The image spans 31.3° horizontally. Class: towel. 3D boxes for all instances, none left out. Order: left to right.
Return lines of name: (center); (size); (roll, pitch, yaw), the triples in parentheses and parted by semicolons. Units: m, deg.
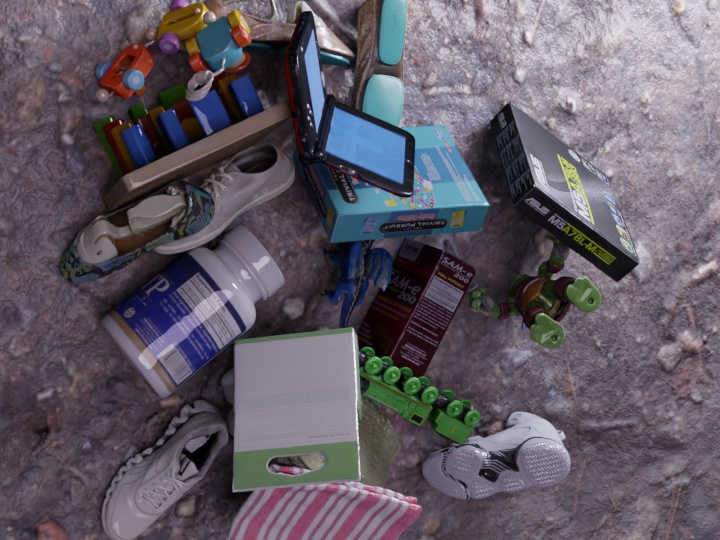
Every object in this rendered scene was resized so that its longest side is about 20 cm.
towel: (-0.045, 0.299, 1.521); (0.198, 0.030, 0.147); (16, 128, -18)
towel: (-0.024, 0.208, 1.548); (0.200, 0.036, 0.149); (50, 51, -37)

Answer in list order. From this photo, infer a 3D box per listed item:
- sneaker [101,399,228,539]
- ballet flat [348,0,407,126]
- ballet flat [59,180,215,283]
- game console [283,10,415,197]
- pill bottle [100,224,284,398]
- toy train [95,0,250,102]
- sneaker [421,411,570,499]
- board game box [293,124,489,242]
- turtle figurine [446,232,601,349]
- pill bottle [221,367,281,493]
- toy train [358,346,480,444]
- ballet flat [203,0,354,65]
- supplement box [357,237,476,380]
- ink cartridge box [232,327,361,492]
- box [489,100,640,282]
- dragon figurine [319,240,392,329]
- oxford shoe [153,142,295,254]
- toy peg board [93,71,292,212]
sneaker: (-0.234, 0.246, 1.543); (0.075, 0.081, 0.200); (43, 83, -26)
ballet flat: (0.018, -0.241, 1.568); (0.070, 0.065, 0.202); (11, 87, -34)
ballet flat: (-0.262, -0.049, 1.447); (0.199, 0.074, 0.075); (-26, 111, 6)
game console: (-0.008, -0.187, 1.416); (0.117, 0.200, 0.174); (-6, 115, 6)
pill bottle: (-0.192, 0.043, 1.501); (0.200, 0.120, 0.120); (-40, 113, -13)
toy train: (-0.198, -0.227, 1.421); (0.151, 0.199, 0.056); (-59, 136, -17)
sneaker: (0.185, 0.249, 1.737); (0.198, 0.115, 0.076); (-7, 105, 13)
board game box: (0.035, -0.108, 1.559); (0.198, 0.152, 0.047); (-5, 137, -23)
turtle figurine: (0.208, 0.008, 1.633); (0.143, 0.194, 0.202); (-13, 109, -13)
pill bottle: (-0.097, 0.210, 1.577); (0.115, 0.116, 0.202); (-23, 109, -18)
toy train: (0.063, 0.155, 1.563); (0.199, 0.042, 0.057); (29, 99, -27)
ballet flat: (-0.095, -0.287, 1.513); (0.198, 0.068, 0.068); (5, 91, -26)
supplement box: (0.057, 0.066, 1.623); (0.061, 0.109, 0.201); (29, 87, -26)
ink cartridge box: (-0.070, 0.163, 1.444); (0.144, 0.201, 0.048); (-6, 144, 3)
box: (0.259, -0.102, 1.639); (0.193, 0.201, 0.047); (35, 118, -26)
dragon figurine: (0.000, 0.000, 1.569); (0.058, 0.099, 0.202); (18, 58, -24)
oxford shoe: (-0.166, -0.089, 1.506); (0.199, 0.075, 0.058); (-34, 138, -17)
toy peg board: (-0.201, -0.160, 1.426); (0.199, 0.199, 0.098); (-28, 94, -17)
